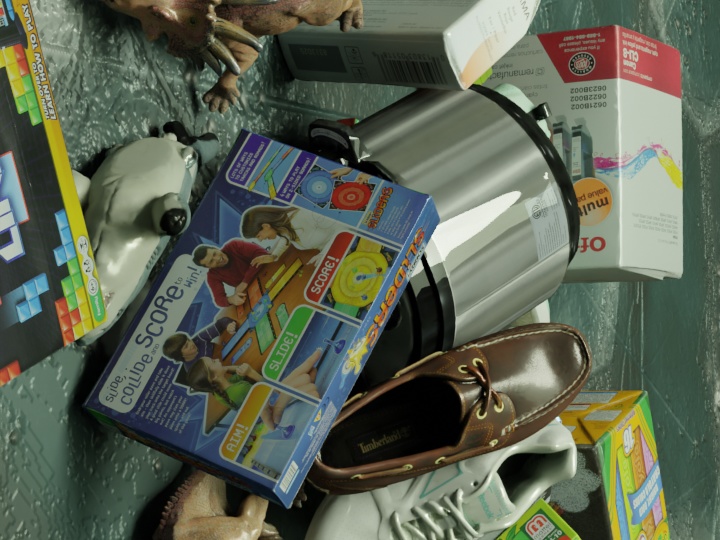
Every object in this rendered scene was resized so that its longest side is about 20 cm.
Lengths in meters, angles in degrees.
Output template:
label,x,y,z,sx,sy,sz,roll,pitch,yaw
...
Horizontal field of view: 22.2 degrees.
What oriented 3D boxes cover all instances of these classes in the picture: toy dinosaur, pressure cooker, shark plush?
label,x,y,z,sx,sy,sz,roll,pitch,yaw
toy dinosaur,-0.054,-0.173,1.131,0.086,0.200,0.136,61,-8,2
toy dinosaur,-0.096,0.195,1.119,0.135,0.086,0.200,-7,76,-25
pressure cooker,0.024,-0.018,1.220,0.200,0.179,0.176,-32,79,-33
shark plush,-0.137,-0.038,1.109,0.200,0.091,0.083,-81,175,-60

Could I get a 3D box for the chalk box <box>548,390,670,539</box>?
label,x,y,z,sx,sy,sz,roll,pitch,yaw
chalk box,0.181,0.214,1.549,0.124,0.125,0.200,-34,118,-56

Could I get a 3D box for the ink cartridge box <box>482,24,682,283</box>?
label,x,y,z,sx,sy,sz,roll,pitch,yaw
ink cartridge box,0.181,-0.090,1.548,0.145,0.145,0.200,5,83,-60

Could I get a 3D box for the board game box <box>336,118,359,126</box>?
label,x,y,z,sx,sy,sz,roll,pitch,yaw
board game box,0.000,0.000,1.352,0.103,0.019,0.200,36,57,-55

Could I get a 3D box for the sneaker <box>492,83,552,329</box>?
label,x,y,z,sx,sy,sz,roll,pitch,yaw
sneaker,0.128,-0.049,1.450,0.118,0.074,0.201,-40,118,-32

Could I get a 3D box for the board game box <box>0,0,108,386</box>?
label,x,y,z,sx,sy,sz,roll,pitch,yaw
board game box,-0.217,-0.037,0.939,0.165,0.057,0.200,-38,120,-56

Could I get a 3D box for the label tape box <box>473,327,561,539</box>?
label,x,y,z,sx,sy,sz,roll,pitch,yaw
label tape box,0.067,0.143,1.277,0.143,0.066,0.200,-36,156,-19

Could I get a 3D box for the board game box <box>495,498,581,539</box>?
label,x,y,z,sx,sy,sz,roll,pitch,yaw
board game box,0.091,0.270,1.346,0.200,0.048,0.102,-42,137,-3

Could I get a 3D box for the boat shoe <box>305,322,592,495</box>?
label,x,y,z,sx,sy,sz,roll,pitch,yaw
boat shoe,0.056,0.086,1.131,0.070,0.200,0.070,63,-10,11

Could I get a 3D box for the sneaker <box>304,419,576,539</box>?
label,x,y,z,sx,sy,sz,roll,pitch,yaw
sneaker,0.051,0.146,1.172,0.200,0.080,0.071,-33,116,-17

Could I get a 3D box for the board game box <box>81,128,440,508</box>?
label,x,y,z,sx,sy,sz,roll,pitch,yaw
board game box,-0.057,0.024,1.083,0.200,0.135,0.034,-61,156,-17

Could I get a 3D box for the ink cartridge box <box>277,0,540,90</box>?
label,x,y,z,sx,sy,sz,roll,pitch,yaw
ink cartridge box,0.062,-0.197,1.292,0.200,0.162,0.050,-41,124,-35

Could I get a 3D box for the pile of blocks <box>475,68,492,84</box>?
label,x,y,z,sx,sy,sz,roll,pitch,yaw
pile of blocks,0.081,-0.194,1.465,0.082,0.062,0.200,-12,98,-60
